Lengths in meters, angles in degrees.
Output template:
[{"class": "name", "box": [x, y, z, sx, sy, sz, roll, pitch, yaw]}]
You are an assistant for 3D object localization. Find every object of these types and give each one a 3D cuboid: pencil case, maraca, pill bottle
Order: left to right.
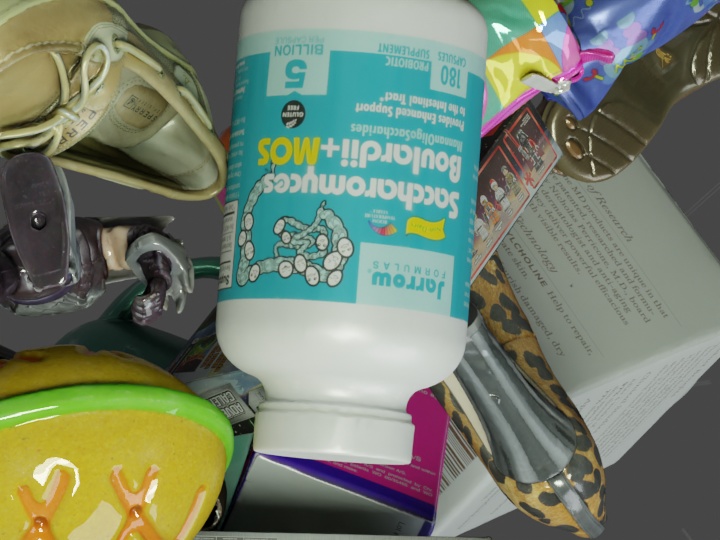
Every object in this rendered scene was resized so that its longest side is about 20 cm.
[{"class": "maraca", "box": [-0.151, 0.090, 1.193, 0.198, 0.108, 0.138, -5, 145, -19]}, {"class": "pill bottle", "box": [-0.005, -0.019, 1.201, 0.110, 0.202, 0.111, 4, 174, 0]}, {"class": "pencil case", "box": [0.019, -0.079, 1.338, 0.199, 0.089, 0.088, -35, 164, 0]}, {"class": "pencil case", "box": [0.162, -0.159, 1.422, 0.199, 0.078, 0.087, -35, 150, -1]}]

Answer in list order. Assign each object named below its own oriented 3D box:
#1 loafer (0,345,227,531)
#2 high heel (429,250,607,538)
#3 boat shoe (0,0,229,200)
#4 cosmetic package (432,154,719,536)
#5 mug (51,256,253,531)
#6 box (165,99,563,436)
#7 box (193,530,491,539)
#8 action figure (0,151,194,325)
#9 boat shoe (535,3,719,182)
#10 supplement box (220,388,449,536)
[{"class": "loafer", "box": [-0.146, 0.078, 1.294, 0.071, 0.199, 0.074, -4, -112, 69]}, {"class": "high heel", "box": [0.067, 0.052, 1.412, 0.071, 0.143, 0.200, -32, -158, 5]}, {"class": "boat shoe", "box": [-0.110, -0.068, 1.140, 0.073, 0.063, 0.201, -39, 164, 9]}, {"class": "cosmetic package", "box": [0.089, 0.034, 1.645, 0.199, 0.167, 0.168, -18, 156, -45]}, {"class": "mug", "box": [-0.125, 0.090, 1.433, 0.152, 0.114, 0.186, 121, -12, -52]}, {"class": "box", "box": [0.000, 0.000, 1.365, 0.136, 0.040, 0.200, -13, -150, 44]}, {"class": "box", "box": [-0.045, 0.180, 1.337, 0.198, 0.049, 0.159, 2, 150, -11]}, {"class": "action figure", "box": [-0.141, 0.002, 1.175, 0.129, 0.070, 0.200, -18, 175, 4]}, {"class": "boat shoe", "box": [0.168, -0.129, 1.562, 0.200, 0.072, 0.067, -42, -162, -12]}, {"class": "supplement box", "box": [-0.012, 0.086, 1.467, 0.201, 0.103, 0.102, -77, -170, -55]}]
